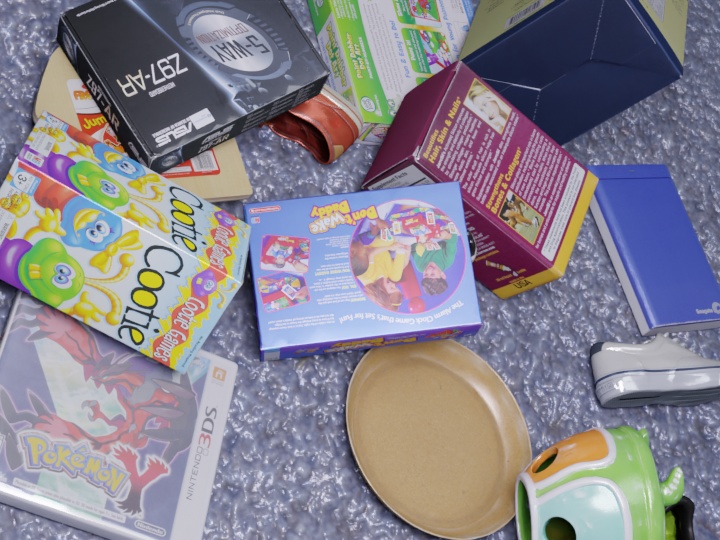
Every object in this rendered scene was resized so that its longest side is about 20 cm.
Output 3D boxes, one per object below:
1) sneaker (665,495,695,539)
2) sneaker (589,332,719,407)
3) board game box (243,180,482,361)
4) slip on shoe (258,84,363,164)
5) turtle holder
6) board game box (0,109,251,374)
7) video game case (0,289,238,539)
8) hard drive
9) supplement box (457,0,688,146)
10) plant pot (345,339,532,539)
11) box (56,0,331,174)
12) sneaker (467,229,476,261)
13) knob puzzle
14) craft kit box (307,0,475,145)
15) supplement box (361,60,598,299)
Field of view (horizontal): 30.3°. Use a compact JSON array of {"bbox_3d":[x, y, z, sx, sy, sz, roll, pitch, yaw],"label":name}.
[{"bbox_3d":[0.282,0.297,1.232,0.070,0.083,0.201,22,53,-19],"label":"sneaker"},{"bbox_3d":[0.326,0.099,1.387,0.198,0.073,0.072,3,64,-31],"label":"sneaker"},{"bbox_3d":[0.000,0.000,1.192,0.197,0.045,0.136,-6,75,-7],"label":"board game box"},{"bbox_3d":[-0.090,-0.173,1.296,0.199,0.074,0.062,33,64,-11],"label":"slip on shoe"},{"bbox_3d":[0.207,0.232,1.194,0.130,0.187,0.142,-4,35,-7],"label":"turtle holder"},{"bbox_3d":[-0.201,-0.022,1.086,0.199,0.105,0.103,29,24,-14],"label":"board game box"},{"bbox_3d":[-0.205,0.121,1.072,0.198,0.023,0.184,23,52,-19],"label":"video game case"},{"bbox_3d":[0.332,-0.027,1.499,0.131,0.025,0.202,-3,64,-34],"label":"hard drive"},{"bbox_3d":[0.228,-0.254,1.416,0.135,0.199,0.201,49,34,-20],"label":"supplement box"},{"bbox_3d":[0.069,0.153,1.223,0.198,0.027,0.202,15,56,-24],"label":"plant pot"},{"bbox_3d":[-0.151,-0.195,1.213,0.199,0.044,0.161,-29,79,-25],"label":"box"},{"bbox_3d":[0.019,-0.028,1.262,0.198,0.088,0.076,7,61,-27],"label":"sneaker"},{"bbox_3d":[-0.210,-0.143,1.224,0.217,0.030,0.222,15,56,-24],"label":"knob puzzle"},{"bbox_3d":[0.052,-0.226,1.433,0.196,0.048,0.202,3,61,-34],"label":"craft kit box"},{"bbox_3d":[0.121,-0.086,1.323,0.199,0.103,0.132,38,59,-19],"label":"supplement box"}]
